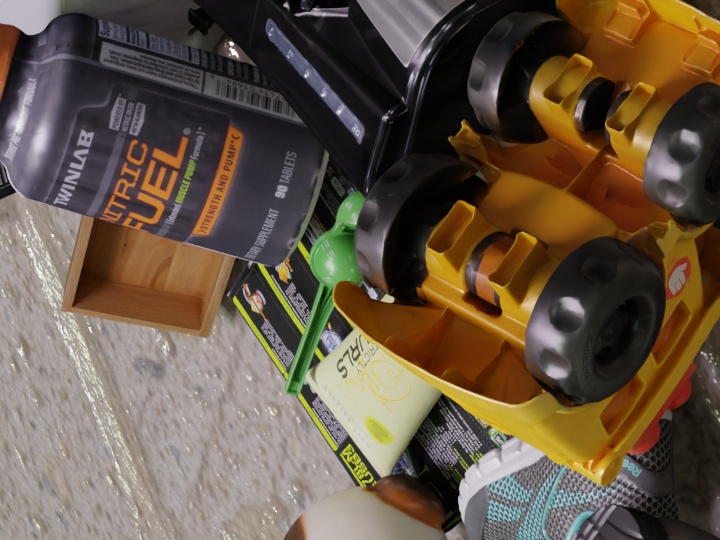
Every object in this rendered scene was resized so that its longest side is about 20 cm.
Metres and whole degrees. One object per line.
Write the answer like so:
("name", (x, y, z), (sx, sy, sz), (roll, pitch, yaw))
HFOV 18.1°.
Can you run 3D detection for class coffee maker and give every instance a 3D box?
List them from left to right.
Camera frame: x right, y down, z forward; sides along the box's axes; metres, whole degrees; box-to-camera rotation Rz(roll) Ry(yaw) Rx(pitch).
("coffee maker", (-0.002, -0.138, 1.139), (0.200, 0.135, 0.192), (50, 171, 22))

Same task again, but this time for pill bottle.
("pill bottle", (-0.123, -0.077, 1.237), (0.106, 0.199, 0.107), (-165, 90, -76))

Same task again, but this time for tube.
("tube", (0.026, 0.043, 1.211), (0.200, 0.052, 0.058), (127, 151, -54))

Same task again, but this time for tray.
("tray", (-0.122, -0.035, 1.408), (0.200, 0.098, 0.037), (112, 165, -51))

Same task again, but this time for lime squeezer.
("lime squeezer", (0.000, 0.000, 1.214), (0.200, 0.038, 0.071), (-47, 53, 57))

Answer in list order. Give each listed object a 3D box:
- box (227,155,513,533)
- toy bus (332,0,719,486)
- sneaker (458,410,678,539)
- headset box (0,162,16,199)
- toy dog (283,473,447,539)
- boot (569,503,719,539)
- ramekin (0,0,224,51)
("box", (0.019, 0.044, 1.306), (0.200, 0.047, 0.193), (55, 150, 12))
("toy bus", (0.114, -0.004, 1.041), (0.135, 0.200, 0.192), (28, 169, 39))
("sneaker", (0.108, 0.128, 1.182), (0.200, 0.077, 0.092), (122, 144, -57))
("headset box", (-0.288, -0.128, 1.478), (0.093, 0.200, 0.175), (22, 130, 48))
("toy dog", (0.027, 0.216, 1.273), (0.200, 0.139, 0.194), (55, 174, -2))
("boot", (0.138, 0.187, 1.133), (0.200, 0.131, 0.070), (-45, 43, 47))
("ramekin", (-0.168, -0.202, 1.318), (0.200, 0.105, 0.201), (36, 138, 42))
